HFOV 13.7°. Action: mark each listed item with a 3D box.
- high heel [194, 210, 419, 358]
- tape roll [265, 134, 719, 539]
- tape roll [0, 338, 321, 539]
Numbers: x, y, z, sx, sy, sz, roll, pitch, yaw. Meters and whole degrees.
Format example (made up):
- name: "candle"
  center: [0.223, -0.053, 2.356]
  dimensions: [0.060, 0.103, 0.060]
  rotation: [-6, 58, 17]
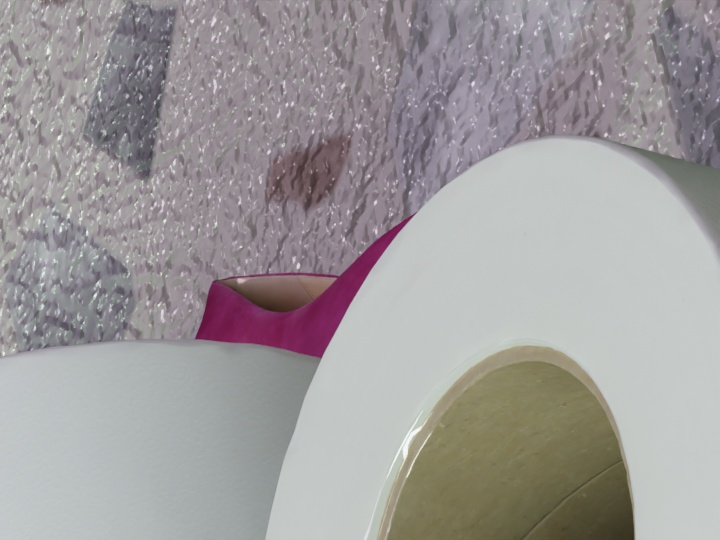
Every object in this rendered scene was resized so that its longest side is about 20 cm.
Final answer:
- name: "high heel"
  center: [0.000, 0.000, 0.927]
  dimensions: [0.200, 0.067, 0.096]
  rotation: [122, 137, -54]
- name: "tape roll"
  center: [0.083, 0.081, 0.673]
  dimensions: [0.203, 0.139, 0.203]
  rotation: [-29, 55, 53]
- name: "tape roll"
  center: [-0.065, 0.097, 0.868]
  dimensions: [0.202, 0.202, 0.071]
  rotation: [-43, 43, 45]
